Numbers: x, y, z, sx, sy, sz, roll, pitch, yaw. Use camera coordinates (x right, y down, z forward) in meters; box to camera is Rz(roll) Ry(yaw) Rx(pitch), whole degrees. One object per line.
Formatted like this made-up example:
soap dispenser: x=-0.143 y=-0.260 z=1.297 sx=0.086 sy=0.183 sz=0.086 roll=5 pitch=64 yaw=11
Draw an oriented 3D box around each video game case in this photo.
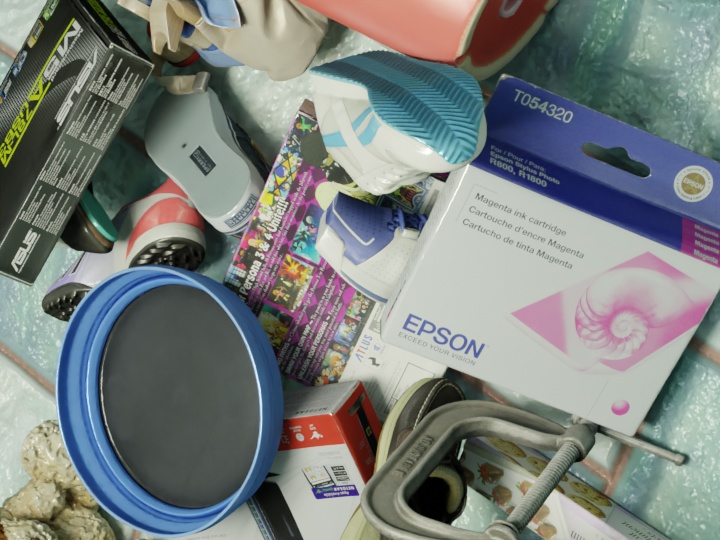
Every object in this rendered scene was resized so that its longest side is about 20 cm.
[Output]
video game case: x=0.000 y=0.000 z=1.578 sx=0.180 sy=0.036 sz=0.201 roll=24 pitch=115 yaw=-1

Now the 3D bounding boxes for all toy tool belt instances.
toy tool belt: x=-0.119 y=-0.212 z=1.636 sx=0.199 sy=0.123 sz=0.125 roll=-3 pitch=63 yaw=45

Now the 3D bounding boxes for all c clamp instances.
c clamp: x=0.101 y=0.139 z=1.452 sx=0.170 sy=0.200 sz=0.027 roll=21 pitch=126 yaw=26

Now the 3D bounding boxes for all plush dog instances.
plush dog: x=-0.277 y=0.246 z=1.800 sx=0.160 sy=0.171 sz=0.200 roll=-45 pitch=69 yaw=34

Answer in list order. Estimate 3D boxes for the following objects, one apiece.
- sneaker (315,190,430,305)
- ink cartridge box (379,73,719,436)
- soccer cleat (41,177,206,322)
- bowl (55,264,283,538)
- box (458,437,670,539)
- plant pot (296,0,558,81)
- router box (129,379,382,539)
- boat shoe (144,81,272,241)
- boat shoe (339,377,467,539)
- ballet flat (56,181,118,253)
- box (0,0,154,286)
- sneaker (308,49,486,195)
sneaker: x=0.074 y=-0.016 z=1.503 sx=0.199 sy=0.081 sz=0.115 roll=31 pitch=111 yaw=-14
ink cartridge box: x=0.140 y=-0.006 z=1.441 sx=0.195 sy=0.043 sz=0.201 roll=21 pitch=116 yaw=-10
soccer cleat: x=-0.195 y=-0.013 z=1.780 sx=0.200 sy=0.068 sz=0.074 roll=-31 pitch=50 yaw=44
bowl: x=-0.141 y=0.095 z=1.595 sx=0.200 sy=0.039 sz=0.202 roll=3 pitch=96 yaw=35
box: x=0.155 y=0.177 z=1.529 sx=0.200 sy=0.041 sz=0.039 roll=33 pitch=115 yaw=32
plant pot: x=0.044 y=-0.235 z=1.478 sx=0.177 sy=0.200 sz=0.201 roll=38 pitch=118 yaw=18
router box: x=-0.054 y=0.181 z=1.639 sx=0.199 sy=0.049 sz=0.180 roll=-11 pitch=113 yaw=35
boat shoe: x=-0.104 y=-0.073 z=1.689 sx=0.071 sy=0.091 sz=0.200 roll=-43 pitch=39 yaw=8
boat shoe: x=0.045 y=0.154 z=1.512 sx=0.065 sy=0.201 sz=0.073 roll=-14 pitch=128 yaw=36
ballet flat: x=-0.245 y=-0.060 z=1.760 sx=0.068 sy=0.068 sz=0.200 roll=-36 pitch=35 yaw=8
box: x=-0.248 y=-0.112 z=1.694 sx=0.201 sy=0.047 sz=0.193 roll=-59 pitch=26 yaw=11
sneaker: x=0.031 y=-0.091 z=1.429 sx=0.200 sy=0.076 sz=0.081 roll=-145 pitch=41 yaw=-63
